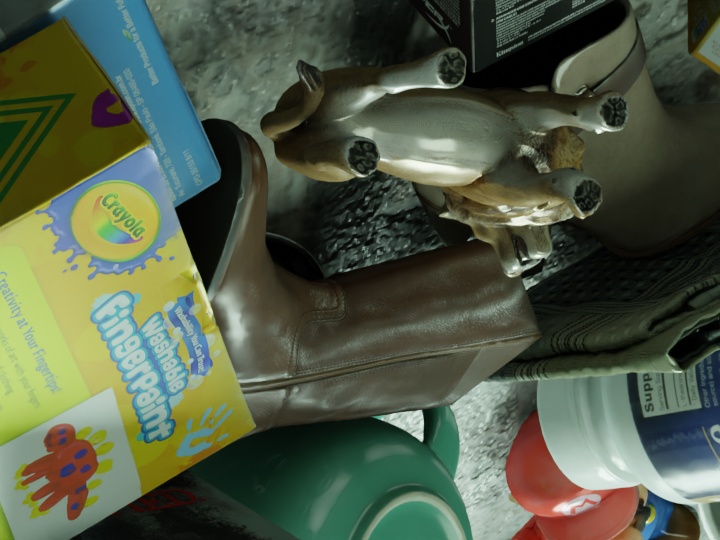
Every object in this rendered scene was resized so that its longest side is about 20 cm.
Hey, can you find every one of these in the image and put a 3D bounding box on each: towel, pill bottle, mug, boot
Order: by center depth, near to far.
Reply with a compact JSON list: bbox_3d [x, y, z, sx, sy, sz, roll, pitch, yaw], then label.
[{"bbox_3d":[0.000,0.000,1.189,0.200,0.064,0.186,-8,139,-29],"label":"boot"},{"bbox_3d":[0.112,-0.071,1.265,0.200,0.070,0.146,-27,144,-20],"label":"boot"},{"bbox_3d":[-0.015,0.126,1.288,0.152,0.114,0.185,17,79,-47],"label":"mug"},{"bbox_3d":[0.151,0.001,1.304,0.193,0.200,0.035,-26,102,-32],"label":"towel"},{"bbox_3d":[0.190,0.056,1.358,0.200,0.111,0.111,-13,167,39],"label":"pill bottle"}]

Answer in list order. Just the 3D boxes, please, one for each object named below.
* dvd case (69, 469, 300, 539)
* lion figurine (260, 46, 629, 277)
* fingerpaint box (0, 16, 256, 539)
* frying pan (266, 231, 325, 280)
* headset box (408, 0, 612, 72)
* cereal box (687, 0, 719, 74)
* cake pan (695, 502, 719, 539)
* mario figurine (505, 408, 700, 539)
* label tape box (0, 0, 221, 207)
[{"bbox_3d":[-0.112,0.109,1.144,0.146,0.200,0.022,-3,110,-42],"label":"dvd case"},{"bbox_3d":[0.024,-0.053,1.110,0.200,0.122,0.072,19,81,-35],"label":"lion figurine"},{"bbox_3d":[-0.141,0.026,1.007,0.167,0.073,0.200,-31,148,-9],"label":"fingerpaint box"},{"bbox_3d":[-0.096,0.020,1.200,0.190,0.031,0.115,14,115,-39],"label":"frying pan"},{"bbox_3d":[0.083,-0.194,1.075,0.149,0.077,0.200,-29,146,-16],"label":"headset box"},{"bbox_3d":[0.212,-0.182,1.180,0.200,0.040,0.144,-55,-173,21],"label":"cereal box"},{"bbox_3d":[0.277,0.098,1.478,0.200,0.037,0.200,-2,129,-2],"label":"cake pan"},{"bbox_3d":[0.138,0.145,1.516,0.123,0.106,0.200,-69,157,-12],"label":"mario figurine"},{"bbox_3d":[-0.165,-0.040,1.030,0.200,0.066,0.143,-31,147,-7],"label":"label tape box"}]
